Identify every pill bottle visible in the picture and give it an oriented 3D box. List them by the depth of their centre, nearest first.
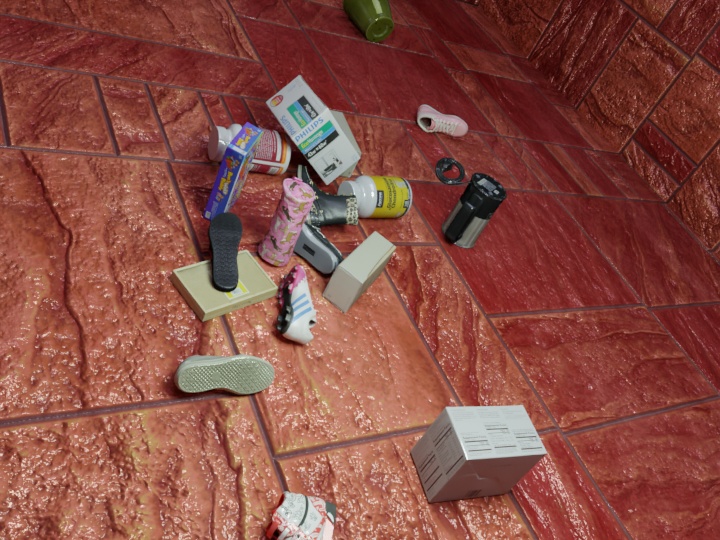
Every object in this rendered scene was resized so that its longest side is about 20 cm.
[{"bbox_3d":[-0.288,-0.316,1.737,0.196,0.114,0.114,4,44,-32],"label":"pill bottle"},{"bbox_3d":[0.038,-0.201,1.833,0.197,0.113,0.113,-4,48,-37],"label":"pill bottle"}]

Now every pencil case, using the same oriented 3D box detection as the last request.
[{"bbox_3d":[-0.167,-0.108,1.509,0.086,0.202,0.082,40,36,18],"label":"pencil case"}]

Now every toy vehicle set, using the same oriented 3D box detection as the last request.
[{"bbox_3d":[-0.285,0.028,1.417,0.198,0.027,0.125,-19,59,-46],"label":"toy vehicle set"}]

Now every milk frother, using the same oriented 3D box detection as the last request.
[{"bbox_3d":[0.283,-0.198,1.938,0.178,0.190,0.201,-11,52,-43],"label":"milk frother"}]

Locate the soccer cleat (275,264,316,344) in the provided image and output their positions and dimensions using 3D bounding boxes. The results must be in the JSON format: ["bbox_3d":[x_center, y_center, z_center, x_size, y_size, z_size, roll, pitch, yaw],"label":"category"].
[{"bbox_3d":[-0.133,0.076,1.447,0.086,0.070,0.203,32,36,-25],"label":"soccer cleat"}]

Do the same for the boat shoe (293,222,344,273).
[{"bbox_3d":[-0.118,-0.073,1.611,0.198,0.075,0.068,37,28,20],"label":"boat shoe"}]

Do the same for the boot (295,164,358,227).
[{"bbox_3d":[-0.091,-0.189,1.733,0.150,0.074,0.207,-2,52,-13],"label":"boot"}]

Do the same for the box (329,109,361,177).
[{"bbox_3d":[-0.073,-0.378,1.976,0.076,0.096,0.202,5,42,-29],"label":"box"}]

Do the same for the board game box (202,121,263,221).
[{"bbox_3d":[-0.295,-0.224,1.553,0.044,0.202,0.136,25,37,-5],"label":"board game box"}]

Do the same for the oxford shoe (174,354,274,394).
[{"bbox_3d":[-0.250,0.187,1.232,0.196,0.077,0.057,4,8,-34],"label":"oxford shoe"}]

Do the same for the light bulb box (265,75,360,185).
[{"bbox_3d":[-0.127,-0.376,1.799,0.199,0.124,0.200,55,3,40],"label":"light bulb box"}]

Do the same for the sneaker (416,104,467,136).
[{"bbox_3d":[0.289,-0.520,2.408,0.196,0.076,0.105,24,37,-2],"label":"sneaker"}]

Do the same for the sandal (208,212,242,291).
[{"bbox_3d":[-0.293,-0.038,1.437,0.073,0.045,0.204,8,56,-19],"label":"sandal"}]

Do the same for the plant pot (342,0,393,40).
[{"bbox_3d":[0.047,-1.068,2.790,0.197,0.201,0.196,-3,60,-37],"label":"plant pot"}]

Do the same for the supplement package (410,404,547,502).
[{"bbox_3d":[0.224,0.351,1.293,0.196,0.157,0.112,6,43,-29],"label":"supplement package"}]

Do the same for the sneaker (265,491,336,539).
[{"bbox_3d":[-0.100,0.440,1.043,0.106,0.068,0.203,21,34,-11],"label":"sneaker"}]

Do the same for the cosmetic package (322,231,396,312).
[{"bbox_3d":[0.000,0.000,1.585,0.072,0.104,0.200,35,38,6],"label":"cosmetic package"}]
